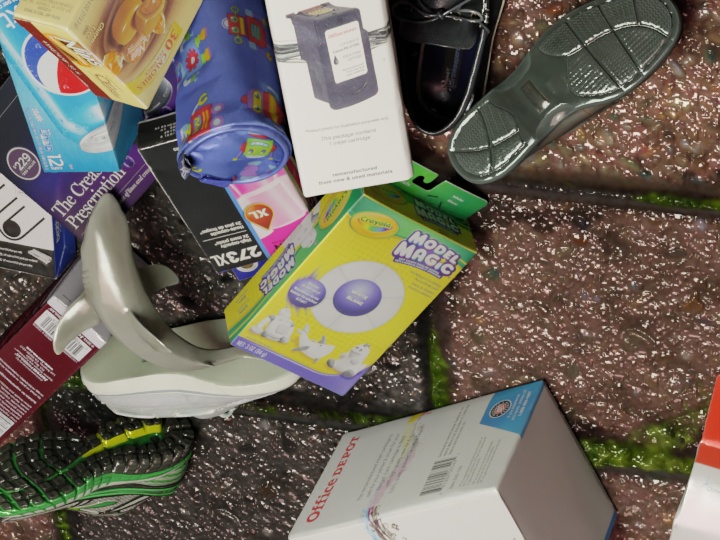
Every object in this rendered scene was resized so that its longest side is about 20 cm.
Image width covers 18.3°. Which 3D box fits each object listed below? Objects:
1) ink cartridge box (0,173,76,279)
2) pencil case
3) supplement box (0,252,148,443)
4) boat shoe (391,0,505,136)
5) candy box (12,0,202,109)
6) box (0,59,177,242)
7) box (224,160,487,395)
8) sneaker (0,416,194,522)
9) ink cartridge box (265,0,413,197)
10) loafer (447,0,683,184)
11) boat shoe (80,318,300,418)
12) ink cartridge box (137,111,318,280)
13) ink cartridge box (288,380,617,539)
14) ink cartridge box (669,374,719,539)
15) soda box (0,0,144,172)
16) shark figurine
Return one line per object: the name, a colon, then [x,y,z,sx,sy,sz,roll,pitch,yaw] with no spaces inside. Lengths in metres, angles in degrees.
ink cartridge box: [-0.338,-0.060,1.859,0.199,0.044,0.094,11,124,15]
pencil case: [-0.101,-0.149,1.608,0.078,0.200,0.087,15,139,-33]
supplement box: [-0.265,0.063,1.873,0.061,0.109,0.200,42,128,-9]
boat shoe: [0.063,-0.185,1.603,0.074,0.062,0.200,14,125,15]
candy box: [-0.150,-0.228,1.552,0.055,0.200,0.115,16,164,30]
box: [-0.197,-0.133,1.735,0.141,0.079,0.200,42,128,-5]
box: [0.000,0.000,1.720,0.117,0.048,0.200,26,119,-29]
sneaker: [-0.238,0.186,1.913,0.200,0.078,0.085,-10,133,-20]
ink cartridge box: [-0.021,-0.177,1.578,0.084,0.145,0.200,-10,121,0]
loafer: [0.150,-0.135,1.609,0.200,0.063,0.072,-36,80,21]
boat shoe: [-0.134,0.088,1.872,0.200,0.070,0.072,-3,143,20]
ink cartridge box: [-0.088,-0.053,1.715,0.094,0.037,0.200,-15,140,14]
ink cartridge box: [0.076,0.207,1.808,0.200,0.147,0.146,-17,115,31]
ink cartridge box: [0.333,0.193,1.758,0.162,0.057,0.200,16,131,12]
soda box: [-0.215,-0.168,1.607,0.064,0.068,0.200,0,131,17]
shark figurine: [-0.148,0.049,1.758,0.214,0.128,0.089,35,177,-33]
